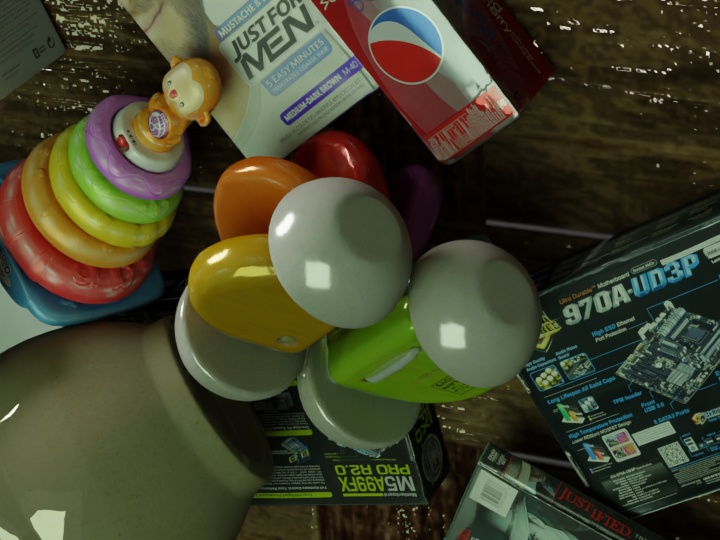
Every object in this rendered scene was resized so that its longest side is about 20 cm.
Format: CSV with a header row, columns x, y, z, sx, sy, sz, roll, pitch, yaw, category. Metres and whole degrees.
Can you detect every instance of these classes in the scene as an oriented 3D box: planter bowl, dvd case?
x,y,z,sx,sy,sz,roll,pitch,yaw,category
-0.138,0.111,1.158,0.134,0.200,0.201,-33,102,8,planter bowl
0.150,0.195,1.179,0.199,0.022,0.146,27,147,9,dvd case

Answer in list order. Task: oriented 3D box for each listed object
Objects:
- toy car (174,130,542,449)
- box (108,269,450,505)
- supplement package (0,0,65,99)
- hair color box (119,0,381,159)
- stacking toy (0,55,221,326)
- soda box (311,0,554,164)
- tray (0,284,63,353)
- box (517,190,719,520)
x,y,z,sx,sy,sz,roll,pitch,yaw,category
0.000,0.000,1.064,0.199,0.151,0.175,24,145,-24,toy car
-0.055,0.076,1.226,0.198,0.044,0.162,-4,116,28,box
-0.315,-0.174,1.141,0.150,0.152,0.201,-15,110,32,supplement package
-0.075,-0.168,1.087,0.109,0.065,0.200,-34,98,36,hair color box
-0.139,-0.062,1.118,0.200,0.109,0.117,-41,70,43,stacking toy
0.018,-0.161,1.042,0.063,0.070,0.201,-33,100,34,soda box
-0.249,0.050,1.316,0.106,0.022,0.202,15,122,18,tray
0.192,0.049,1.092,0.199,0.046,0.160,-25,104,34,box
